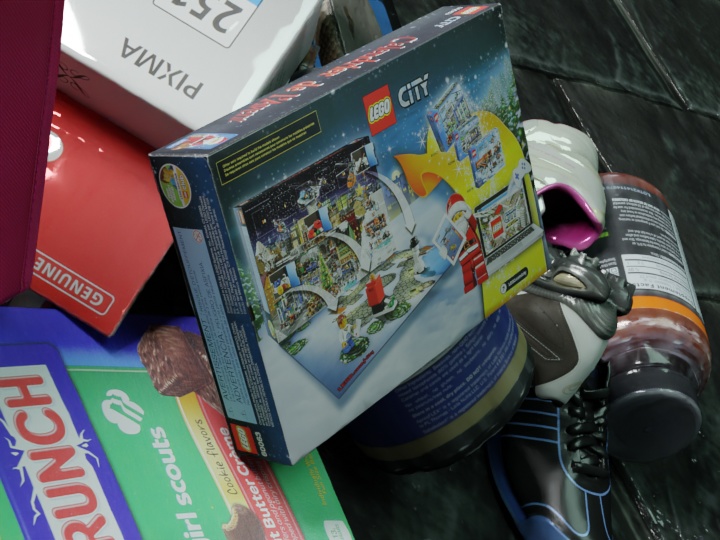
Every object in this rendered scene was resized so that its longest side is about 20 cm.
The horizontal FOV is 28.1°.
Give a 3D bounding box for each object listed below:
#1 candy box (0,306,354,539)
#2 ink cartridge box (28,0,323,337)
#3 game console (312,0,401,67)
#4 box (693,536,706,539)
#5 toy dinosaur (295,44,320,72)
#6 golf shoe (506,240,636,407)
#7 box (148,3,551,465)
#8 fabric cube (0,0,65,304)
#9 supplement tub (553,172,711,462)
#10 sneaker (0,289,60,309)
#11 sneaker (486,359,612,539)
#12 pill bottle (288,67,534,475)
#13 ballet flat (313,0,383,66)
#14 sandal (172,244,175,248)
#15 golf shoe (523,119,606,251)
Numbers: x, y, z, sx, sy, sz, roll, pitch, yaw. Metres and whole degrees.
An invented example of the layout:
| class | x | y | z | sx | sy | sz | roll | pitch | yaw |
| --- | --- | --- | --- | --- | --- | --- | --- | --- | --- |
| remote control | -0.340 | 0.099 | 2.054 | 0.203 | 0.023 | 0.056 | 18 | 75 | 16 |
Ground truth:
| class | x | y | z | sx | sy | sz | roll | pitch | yaw |
| --- | --- | --- | --- | --- | --- | --- | --- | --- | --- |
| candy box | -0.103 | 0.103 | 0.602 | 0.199 | 0.077 | 0.170 | 5 | 51 | -46 |
| ink cartridge box | -0.143 | -0.097 | 0.624 | 0.199 | 0.045 | 0.177 | 30 | 66 | 2 |
| game console | -0.013 | -0.195 | 1.004 | 0.115 | 0.177 | 0.201 | -10 | 52 | -9 |
| box | 0.245 | 0.271 | 0.832 | 0.199 | 0.079 | 0.142 | 35 | 31 | -18 |
| toy dinosaur | -0.117 | -0.140 | 0.798 | 0.180 | 0.105 | 0.201 | 30 | 73 | -10 |
| golf shoe | 0.070 | 0.020 | 0.873 | 0.077 | 0.095 | 0.199 | 23 | -1 | -36 |
| box | 0.006 | -0.024 | 0.645 | 0.199 | 0.037 | 0.138 | -33 | 117 | -41 |
| fabric cube | -0.233 | -0.071 | 0.468 | 0.198 | 0.198 | 0.199 | 20 | 29 | 14 |
| supplement tub | 0.180 | 0.033 | 0.992 | 0.106 | 0.107 | 0.201 | 29 | 37 | -26 |
| sneaker | -0.154 | -0.051 | 0.675 | 0.074 | 0.081 | 0.202 | 16 | 70 | -15 |
| sneaker | 0.122 | 0.090 | 0.883 | 0.070 | 0.078 | 0.201 | 18 | 41 | -38 |
| pill bottle | 0.000 | 0.000 | 0.754 | 0.201 | 0.111 | 0.112 | 55 | 27 | -23 |
| ballet flat | -0.002 | -0.092 | 0.862 | 0.067 | 0.046 | 0.202 | -6 | 79 | -61 |
| sandal | -0.040 | -0.023 | 0.844 | 0.199 | 0.048 | 0.076 | 23 | 39 | -35 |
| golf shoe | 0.075 | -0.059 | 0.952 | 0.198 | 0.076 | 0.092 | 3 | 43 | -15 |
